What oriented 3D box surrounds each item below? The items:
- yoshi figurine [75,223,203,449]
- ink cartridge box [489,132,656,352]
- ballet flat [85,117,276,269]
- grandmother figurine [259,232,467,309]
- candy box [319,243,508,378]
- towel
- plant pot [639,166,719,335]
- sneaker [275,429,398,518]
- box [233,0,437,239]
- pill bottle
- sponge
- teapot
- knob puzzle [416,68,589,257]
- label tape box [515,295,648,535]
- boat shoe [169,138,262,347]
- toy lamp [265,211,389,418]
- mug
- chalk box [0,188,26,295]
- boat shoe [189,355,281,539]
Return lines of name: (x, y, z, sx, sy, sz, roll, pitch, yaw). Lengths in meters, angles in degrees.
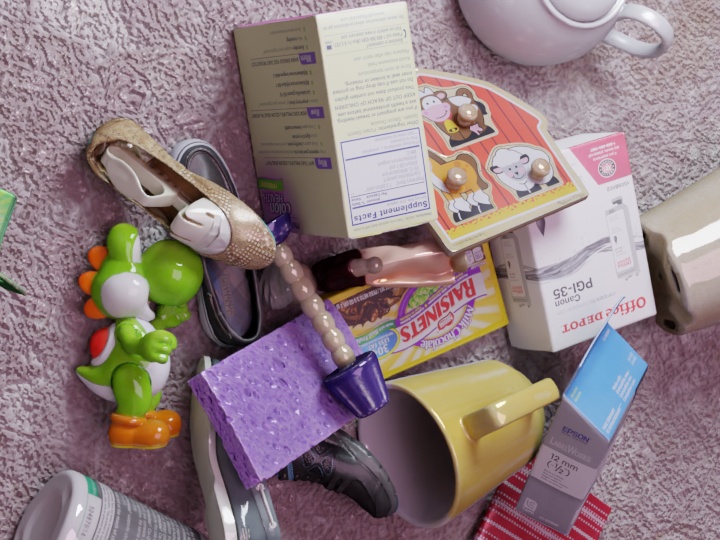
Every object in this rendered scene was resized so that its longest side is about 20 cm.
yoshi figurine: (-0.184, 0.056, 1.549, 0.112, 0.112, 0.201, -7, 94, -45)
ink cartridge box: (0.215, -0.030, 1.774, 0.146, 0.083, 0.201, -18, 101, -28)
ballet flat: (-0.167, -0.059, 1.524, 0.200, 0.065, 0.071, 35, 119, 7)
grandmother figurine: (0.000, 0.000, 1.639, 0.199, 0.121, 0.061, -11, 81, -6)
candy box: (0.055, 0.041, 1.721, 0.199, 0.026, 0.103, -23, 107, -26)
towel: (0.173, 0.307, 1.807, 0.144, 0.022, 0.201, 34, 75, -25)
plant pot: (0.389, -0.025, 1.827, 0.183, 0.200, 0.201, -22, 104, -14)
sneaker: (-0.048, 0.179, 1.652, 0.200, 0.073, 0.082, 44, 75, -13)
box: (-0.025, -0.138, 1.578, 0.096, 0.176, 0.201, -12, 99, -28)
pill bottle: (-0.205, 0.269, 1.539, 0.200, 0.113, 0.113, 31, 78, -26)
sponge: (-0.065, 0.111, 1.581, 0.200, 0.030, 0.112, -30, 88, -49)
teapot: (0.204, -0.297, 1.715, 0.199, 0.146, 0.198, -14, 100, -29)
knob puzzle: (0.106, -0.126, 1.671, 0.219, 0.030, 0.221, 8, 56, -11)
label tape box: (0.233, 0.145, 1.715, 0.066, 0.201, 0.143, 27, 37, 10)
boat shoe: (-0.129, -0.025, 1.595, 0.068, 0.057, 0.201, -18, 102, -27)
toy lamp: (-0.038, 0.044, 1.576, 0.058, 0.058, 0.201, -32, 95, -24)
mug: (0.113, 0.163, 1.682, 0.153, 0.186, 0.150, -19, 113, -36)
chalk box: (-0.370, -0.030, 1.422, 0.199, 0.124, 0.124, 24, 82, -29)
boat shoe: (-0.116, 0.172, 1.572, 0.061, 0.073, 0.201, 0, 59, -20)
